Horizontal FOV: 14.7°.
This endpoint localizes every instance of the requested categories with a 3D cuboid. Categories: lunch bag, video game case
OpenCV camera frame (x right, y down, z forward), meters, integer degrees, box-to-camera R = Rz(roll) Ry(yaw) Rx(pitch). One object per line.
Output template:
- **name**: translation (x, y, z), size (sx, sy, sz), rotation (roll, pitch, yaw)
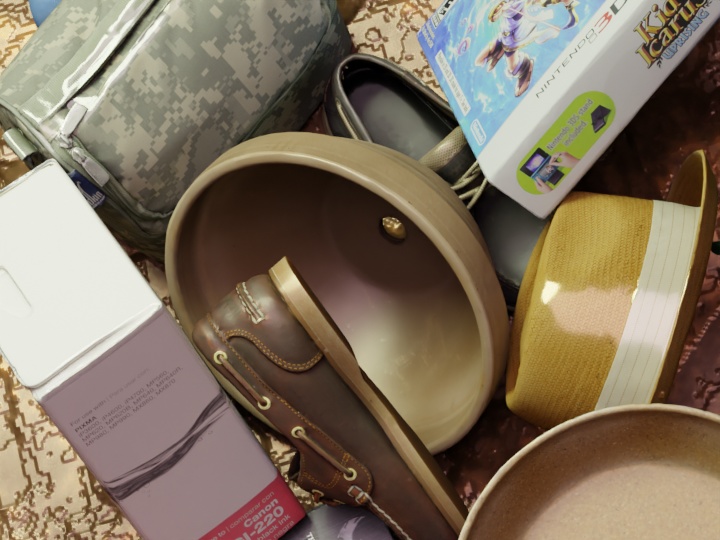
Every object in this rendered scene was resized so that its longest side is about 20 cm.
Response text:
- **lunch bag**: translation (-0.112, -0.118, 1.574), size (0.139, 0.168, 0.200), rotation (36, 82, 18)
- **video game case**: translation (0.119, -0.148, 1.515), size (0.181, 0.045, 0.200), rotation (-49, 26, 15)

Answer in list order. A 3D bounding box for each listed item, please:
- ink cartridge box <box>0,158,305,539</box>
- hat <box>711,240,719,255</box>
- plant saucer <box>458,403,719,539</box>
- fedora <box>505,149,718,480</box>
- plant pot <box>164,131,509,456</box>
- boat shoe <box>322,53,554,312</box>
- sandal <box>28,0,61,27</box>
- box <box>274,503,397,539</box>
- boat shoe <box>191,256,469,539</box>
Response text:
- **ink cartridge box**: translation (-0.126, 0.058, 1.485), size (0.085, 0.200, 0.146), rotation (-37, 46, -4)
- **hat**: translation (0.248, -0.109, 1.496), size (0.165, 0.200, 0.177), rotation (-10, 86, -15)
- **plant saucer**: translation (0.142, 0.167, 1.370), size (0.199, 0.035, 0.201), rotation (-1, 80, 5)
- **fedora**: translation (0.124, 0.025, 1.472), size (0.081, 0.201, 0.201), rotation (18, 76, -2)
- **plant pot**: translation (0.000, 0.000, 1.533), size (0.200, 0.201, 0.093), rotation (22, 41, 16)
- **boat shoe**: translation (0.050, -0.049, 1.574), size (0.200, 0.073, 0.075), rotation (39, 83, 19)
- **sandal**: translation (-0.205, -0.219, 1.675), size (0.087, 0.080, 0.201), rotation (-19, 60, 5)
- **box**: translation (-0.020, 0.240, 1.508), size (0.158, 0.048, 0.201), rotation (-27, 70, 1)
- **boat shoe**: translation (-0.012, 0.087, 1.477), size (0.070, 0.070, 0.200), rotation (-37, 107, 1)
